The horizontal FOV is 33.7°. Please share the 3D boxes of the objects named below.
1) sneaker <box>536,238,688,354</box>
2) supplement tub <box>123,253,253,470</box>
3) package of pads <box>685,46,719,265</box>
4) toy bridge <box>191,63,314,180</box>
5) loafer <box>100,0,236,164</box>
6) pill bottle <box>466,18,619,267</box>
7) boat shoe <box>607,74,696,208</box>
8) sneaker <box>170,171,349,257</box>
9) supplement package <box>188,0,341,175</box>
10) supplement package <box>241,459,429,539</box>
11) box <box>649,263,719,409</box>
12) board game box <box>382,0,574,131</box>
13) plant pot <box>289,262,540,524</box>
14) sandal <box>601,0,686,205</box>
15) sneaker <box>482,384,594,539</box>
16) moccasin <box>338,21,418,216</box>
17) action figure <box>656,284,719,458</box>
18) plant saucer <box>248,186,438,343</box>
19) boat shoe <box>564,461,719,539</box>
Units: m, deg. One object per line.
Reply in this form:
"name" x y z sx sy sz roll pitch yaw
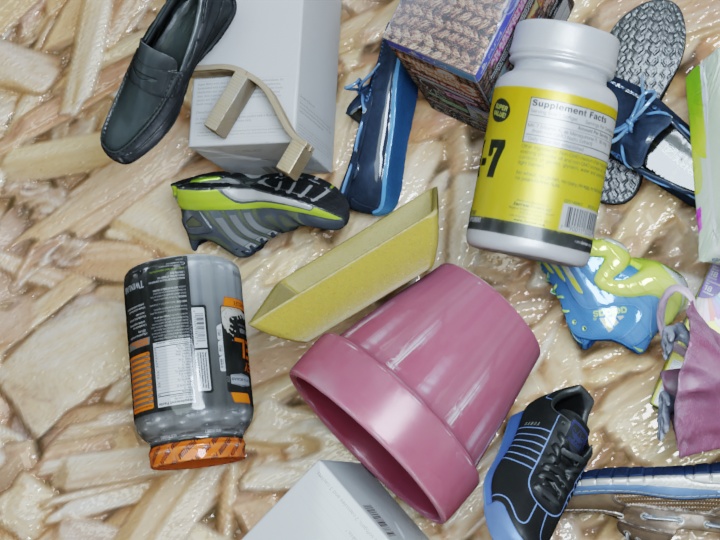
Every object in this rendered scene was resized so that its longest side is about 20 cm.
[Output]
"sneaker" 0.204 0.010 1.127 0.199 0.076 0.106 28 89 19
"supplement tub" -0.172 0.094 1.197 0.121 0.122 0.203 -10 77 14
"package of pads" 0.372 -0.089 1.045 0.153 0.068 0.202 12 62 -14
"toy bridge" -0.125 -0.163 1.156 0.199 0.027 0.068 32 90 22
"loafer" -0.192 -0.197 1.135 0.068 0.070 0.202 32 90 24
"pill bottle" 0.165 -0.111 1.053 0.113 0.114 0.203 11 90 18
"boat shoe" 0.273 -0.127 1.102 0.199 0.069 0.085 30 100 9
"sneaker" -0.101 -0.055 1.233 0.198 0.074 0.082 6 115 24
"supplement package" -0.095 -0.211 1.235 0.120 0.120 0.203 0 80 19
"supplement package" -0.037 0.301 1.101 0.200 0.151 0.152 -46 71 4
"box" 0.357 0.056 1.088 0.116 0.048 0.202 25 89 20
"board game box" 0.119 -0.240 1.135 0.096 0.200 0.161 25 86 19
"plant pot" 0.062 0.100 1.100 0.200 0.200 0.179 40 77 19
"sandal" 0.262 -0.165 1.163 0.074 0.048 0.203 18 98 13
"sneaker" 0.162 0.172 1.047 0.070 0.201 0.078 44 121 -13
"moccasin" 0.013 -0.160 1.215 0.067 0.080 0.203 7 81 22
"action figure" 0.355 0.106 1.023 0.197 0.135 0.150 2 37 4
"plant saucer" 0.000 0.000 1.142 0.199 0.200 0.049 -31 98 9
"boat shoe" 0.263 0.216 1.071 0.197 0.072 0.073 -6 88 21
